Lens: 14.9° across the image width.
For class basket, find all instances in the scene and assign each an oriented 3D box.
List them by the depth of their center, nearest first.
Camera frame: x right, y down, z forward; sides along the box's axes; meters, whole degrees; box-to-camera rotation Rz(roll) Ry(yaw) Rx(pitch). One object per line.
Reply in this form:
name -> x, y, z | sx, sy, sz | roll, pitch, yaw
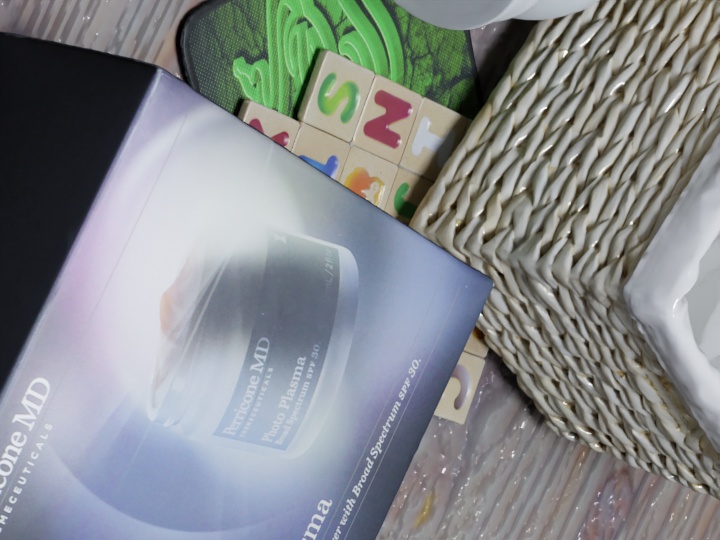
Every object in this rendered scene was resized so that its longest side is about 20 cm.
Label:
basket -> 0.158, -0.019, 1.271 | 0.200, 0.160, 0.198 | -58, 138, -20

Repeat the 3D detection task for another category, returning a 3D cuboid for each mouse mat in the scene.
mouse mat -> -0.001, -0.054, 1.228 | 0.161, 0.008, 0.201 | -34, 123, -33

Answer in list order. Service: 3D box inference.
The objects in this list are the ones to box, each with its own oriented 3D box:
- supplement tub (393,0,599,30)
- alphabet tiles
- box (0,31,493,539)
supplement tub -> 0.097, -0.193, 1.183 | 0.200, 0.145, 0.146 | -28, 121, -36
alphabet tiles -> 0.000, 0.000, 1.235 | 0.200, 0.006, 0.167 | 22, 86, -46
box -> -0.084, 0.043, 1.082 | 0.198, 0.123, 0.201 | 31, 80, -39
